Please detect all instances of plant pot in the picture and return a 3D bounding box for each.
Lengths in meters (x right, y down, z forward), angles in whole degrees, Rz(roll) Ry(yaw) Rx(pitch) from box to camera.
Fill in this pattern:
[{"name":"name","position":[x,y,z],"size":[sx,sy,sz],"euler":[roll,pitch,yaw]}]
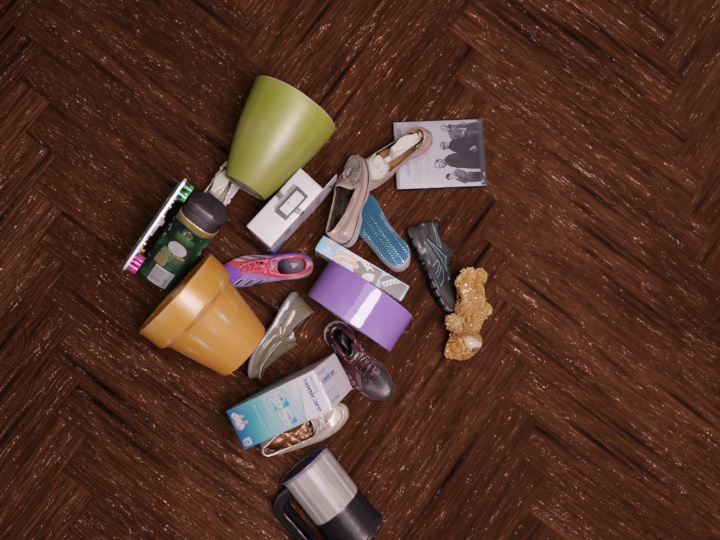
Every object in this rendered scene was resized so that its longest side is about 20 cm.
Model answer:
[{"name":"plant pot","position":[-0.180,-0.249,1.236],"size":[0.187,0.187,0.200],"euler":[30,84,-1]},{"name":"plant pot","position":[-0.295,0.102,1.211],"size":[0.183,0.200,0.200],"euler":[44,84,-15]}]

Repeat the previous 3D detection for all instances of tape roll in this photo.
[{"name":"tape roll","position":[-0.002,0.071,1.217],"size":[0.200,0.200,0.085],"euler":[35,85,0]}]

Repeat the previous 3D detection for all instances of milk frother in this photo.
[{"name":"milk frother","position":[-0.080,0.475,1.182],"size":[0.180,0.200,0.188],"euler":[-39,88,-2]}]

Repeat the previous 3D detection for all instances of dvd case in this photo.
[{"name":"dvd case","position":[0.173,-0.253,1.341],"size":[0.199,0.025,0.151],"euler":[-3,86,-2]}]

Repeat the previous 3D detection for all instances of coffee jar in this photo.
[{"name":"coffee jar","position":[-0.349,-0.061,1.221],"size":[0.085,0.104,0.200],"euler":[39,107,-11]}]

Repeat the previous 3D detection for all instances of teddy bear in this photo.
[{"name":"teddy bear","position":[0.228,0.090,1.272],"size":[0.067,0.145,0.201],"euler":[10,78,31]}]

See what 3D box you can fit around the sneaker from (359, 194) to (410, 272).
[{"name":"sneaker","position":[0.034,-0.078,1.297],"size":[0.076,0.081,0.200],"euler":[-31,69,-4]}]

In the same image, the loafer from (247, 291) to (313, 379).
[{"name":"loafer","position":[-0.164,0.142,1.263],"size":[0.070,0.075,0.200],"euler":[31,87,-1]}]

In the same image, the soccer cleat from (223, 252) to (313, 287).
[{"name":"soccer cleat","position":[-0.198,-0.005,1.274],"size":[0.199,0.073,0.069],"euler":[-5,86,-4]}]

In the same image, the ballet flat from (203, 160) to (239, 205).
[{"name":"ballet flat","position":[-0.311,-0.149,1.283],"size":[0.072,0.072,0.200],"euler":[30,85,-1]}]

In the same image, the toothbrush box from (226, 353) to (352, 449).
[{"name":"toothbrush box","position":[-0.134,0.250,1.194],"size":[0.200,0.146,0.086],"euler":[-28,88,14]}]

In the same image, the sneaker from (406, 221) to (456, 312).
[{"name":"sneaker","position":[0.167,-0.011,1.298],"size":[0.079,0.075,0.201],"euler":[-22,87,-7]}]

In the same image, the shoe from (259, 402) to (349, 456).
[{"name":"shoe","position":[-0.114,0.331,1.263],"size":[0.199,0.053,0.070],"euler":[-24,87,-5]}]

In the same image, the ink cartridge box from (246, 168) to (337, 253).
[{"name":"ink cartridge box","position":[-0.139,-0.135,1.267],"size":[0.068,0.116,0.200],"euler":[42,83,0]}]

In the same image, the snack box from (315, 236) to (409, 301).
[{"name":"snack box","position":[0.000,0.000,1.265],"size":[0.200,0.116,0.037],"euler":[31,84,0]}]

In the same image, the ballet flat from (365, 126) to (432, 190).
[{"name":"ballet flat","position":[0.060,-0.239,1.293],"size":[0.200,0.067,0.068],"euler":[-37,79,8]}]

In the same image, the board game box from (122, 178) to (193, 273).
[{"name":"board game box","position":[-0.398,-0.091,1.211],"size":[0.026,0.200,0.200],"euler":[35,85,-19]}]

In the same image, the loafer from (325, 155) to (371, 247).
[{"name":"loafer","position":[-0.027,-0.149,1.248],"size":[0.063,0.072,0.201],"euler":[25,66,-43]}]

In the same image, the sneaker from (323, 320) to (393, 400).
[{"name":"sneaker","position":[-0.005,0.190,1.249],"size":[0.076,0.116,0.200],"euler":[-41,89,-6]}]
